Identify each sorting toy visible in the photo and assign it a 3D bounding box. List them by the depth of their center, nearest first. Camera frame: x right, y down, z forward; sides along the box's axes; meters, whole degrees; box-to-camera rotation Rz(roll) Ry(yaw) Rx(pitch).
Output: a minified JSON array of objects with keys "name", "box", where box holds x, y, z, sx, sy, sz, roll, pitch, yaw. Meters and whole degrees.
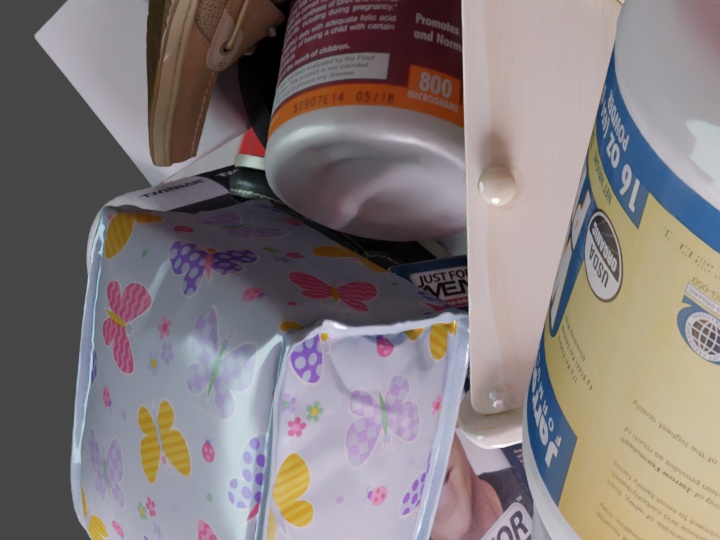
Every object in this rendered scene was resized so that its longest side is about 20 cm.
[{"name":"sorting toy","box":[0.086,-0.047,0.648,0.180,0.105,0.202,-101,9,-80]}]

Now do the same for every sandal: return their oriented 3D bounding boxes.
[{"name":"sandal","box":[-0.002,-0.141,0.827,0.043,0.201,0.076,-10,128,46]}]

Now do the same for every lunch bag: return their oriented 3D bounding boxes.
[{"name":"lunch bag","box":[-0.049,0.086,0.703,0.169,0.126,0.202,28,113,47]}]

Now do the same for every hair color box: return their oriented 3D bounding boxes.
[{"name":"hair color box","box":[0.061,0.102,0.710,0.201,0.060,0.100,59,137,28]}]

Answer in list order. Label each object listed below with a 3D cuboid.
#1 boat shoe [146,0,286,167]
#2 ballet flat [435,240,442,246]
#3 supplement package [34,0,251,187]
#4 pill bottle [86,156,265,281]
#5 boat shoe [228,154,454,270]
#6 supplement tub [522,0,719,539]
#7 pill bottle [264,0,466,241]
[{"name":"boat shoe","box":[-0.066,-0.132,0.738,0.072,0.064,0.201,-102,23,-46]},{"name":"ballet flat","box":[0.010,0.046,1.032,0.201,0.069,0.070,109,152,-58]},{"name":"supplement package","box":[-0.069,-0.164,0.893,0.117,0.200,0.117,52,144,-11]},{"name":"pill bottle","box":[-0.066,-0.016,0.960,0.106,0.199,0.107,17,116,39]},{"name":"boat shoe","box":[0.000,0.000,0.823,0.071,0.200,0.068,11,71,45]},{"name":"supplement tub","box":[0.122,0.018,0.408,0.145,0.143,0.201,-110,20,-45]},{"name":"pill bottle","box":[0.022,-0.127,0.743,0.114,0.113,0.202,118,161,-66]}]
